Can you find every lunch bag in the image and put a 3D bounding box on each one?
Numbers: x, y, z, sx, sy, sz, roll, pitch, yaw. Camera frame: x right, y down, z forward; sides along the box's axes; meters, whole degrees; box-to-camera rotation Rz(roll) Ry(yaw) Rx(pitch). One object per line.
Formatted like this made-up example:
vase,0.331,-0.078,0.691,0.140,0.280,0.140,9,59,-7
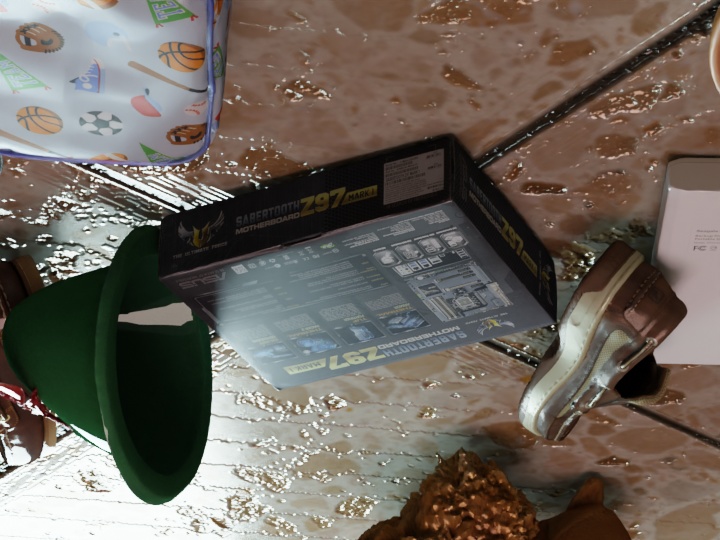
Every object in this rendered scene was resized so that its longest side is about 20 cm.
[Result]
lunch bag,-0.148,-0.132,1.303,0.160,0.076,0.200,5,149,-1

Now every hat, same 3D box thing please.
hat,-0.205,0.054,1.534,0.176,0.166,0.200,-3,140,18

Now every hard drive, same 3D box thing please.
hard drive,0.245,-0.002,1.535,0.132,0.026,0.200,1,148,1

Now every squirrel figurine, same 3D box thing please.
squirrel figurine,0.098,0.214,1.795,0.186,0.142,0.200,-17,147,17

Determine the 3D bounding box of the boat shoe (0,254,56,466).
boat shoe,-0.238,0.064,1.615,0.070,0.070,0.200,-22,145,-19

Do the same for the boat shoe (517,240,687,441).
boat shoe,0.155,0.064,1.575,0.075,0.075,0.202,35,153,11

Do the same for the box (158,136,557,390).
box,0.000,0.000,1.528,0.200,0.051,0.158,-14,144,23

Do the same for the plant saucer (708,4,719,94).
plant saucer,0.283,-0.129,1.317,0.200,0.038,0.200,2,148,1

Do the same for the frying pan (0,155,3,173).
frying pan,-0.290,-0.086,1.425,0.190,0.031,0.115,7,148,17
